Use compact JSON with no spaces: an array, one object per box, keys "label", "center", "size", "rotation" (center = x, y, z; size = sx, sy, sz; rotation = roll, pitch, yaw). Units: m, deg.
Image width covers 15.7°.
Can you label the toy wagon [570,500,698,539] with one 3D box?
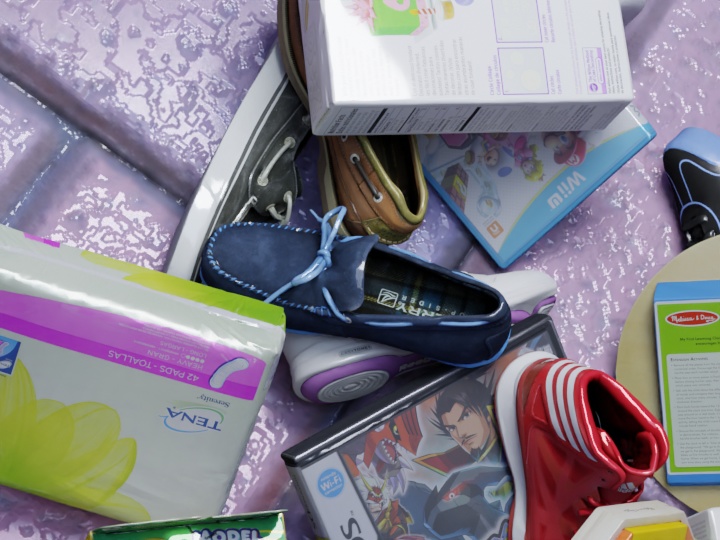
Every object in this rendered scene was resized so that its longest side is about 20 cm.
[{"label":"toy wagon","center":[0.149,0.239,1.572],"size":[0.155,0.039,0.202],"rotation":[0,105,-48]}]

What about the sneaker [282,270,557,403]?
[{"label":"sneaker","center":[0.036,0.018,1.695],"size":[0.199,0.075,0.100],"rotation":[-13,62,-25]}]

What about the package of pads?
[{"label":"package of pads","center":[-0.161,0.072,1.591],"size":[0.199,0.155,0.068],"rotation":[17,28,-9]}]

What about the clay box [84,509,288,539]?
[{"label":"clay box","center":[-0.112,0.184,1.540],"size":[0.114,0.200,0.048],"rotation":[-5,75,-15]}]

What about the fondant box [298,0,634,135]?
[{"label":"fondant box","center":[0.063,-0.163,1.641],"size":[0.198,0.058,0.145],"rotation":[-1,73,-17]}]

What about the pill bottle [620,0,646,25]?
[{"label":"pill bottle","center":[0.109,-0.247,1.772],"size":[0.112,0.112,0.201],"rotation":[-21,80,-19]}]

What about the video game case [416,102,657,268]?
[{"label":"video game case","center":[0.081,-0.121,1.726],"size":[0.200,0.143,0.018],"rotation":[50,26,3]}]

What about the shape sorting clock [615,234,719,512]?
[{"label":"shape sorting clock","center":[0.266,0.071,1.711],"size":[0.198,0.039,0.202],"rotation":[4,103,16]}]

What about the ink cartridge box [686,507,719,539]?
[{"label":"ink cartridge box","center":[0.242,0.257,1.655],"size":[0.067,0.116,0.202],"rotation":[-2,75,-18]}]

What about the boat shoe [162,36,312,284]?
[{"label":"boat shoe","center":[-0.068,-0.060,1.694],"size":[0.063,0.071,0.201],"rotation":[28,67,-4]}]

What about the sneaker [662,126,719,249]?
[{"label":"sneaker","center":[0.255,0.000,1.760],"size":[0.078,0.070,0.201],"rotation":[-32,84,-25]}]

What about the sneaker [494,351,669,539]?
[{"label":"sneaker","center":[0.146,0.152,1.614],"size":[0.078,0.115,0.201],"rotation":[-23,102,-22]}]

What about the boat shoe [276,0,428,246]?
[{"label":"boat shoe","center":[0.003,-0.113,1.680],"size":[0.072,0.068,0.201],"rotation":[-8,78,-39]}]

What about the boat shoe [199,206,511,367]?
[{"label":"boat shoe","center":[0.000,0.000,1.621],"size":[0.198,0.069,0.085],"rotation":[9,64,-2]}]

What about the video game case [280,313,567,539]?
[{"label":"video game case","center":[0.069,0.152,1.657],"size":[0.199,0.025,0.182],"rotation":[-28,103,-20]}]
